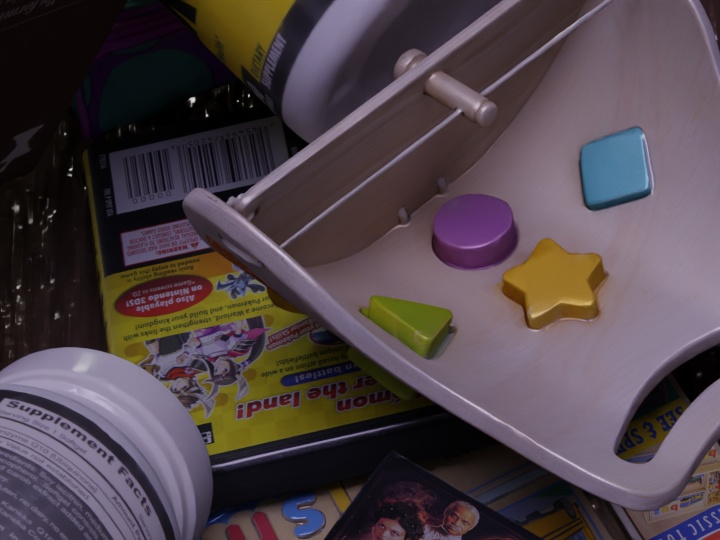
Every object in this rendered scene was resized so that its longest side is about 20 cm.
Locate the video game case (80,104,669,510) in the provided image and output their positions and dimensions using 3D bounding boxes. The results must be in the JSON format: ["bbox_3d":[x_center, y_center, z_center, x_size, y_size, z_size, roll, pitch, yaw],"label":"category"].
[{"bbox_3d":[0.000,0.000,1.129,0.199,0.026,0.181,-13,47,0],"label":"video game case"}]

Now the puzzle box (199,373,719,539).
[{"bbox_3d":[0.035,0.096,1.083,0.200,0.025,0.133,-26,59,-10],"label":"puzzle box"}]

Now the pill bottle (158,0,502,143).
[{"bbox_3d":[-0.046,-0.149,1.097,0.114,0.114,0.200,-40,71,-18],"label":"pill bottle"}]

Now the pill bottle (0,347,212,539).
[{"bbox_3d":[-0.125,0.107,0.973,0.116,0.117,0.200,11,25,13],"label":"pill bottle"}]

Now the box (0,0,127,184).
[{"bbox_3d":[-0.204,-0.131,1.048,0.200,0.164,0.166,47,42,14],"label":"box"}]

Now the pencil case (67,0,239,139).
[{"bbox_3d":[-0.035,-0.120,1.192,0.200,0.085,0.092,-19,13,-4],"label":"pencil case"}]

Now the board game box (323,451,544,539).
[{"bbox_3d":[0.062,0.158,0.983,0.200,0.035,0.136,30,43,8],"label":"board game box"}]

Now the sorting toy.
[{"bbox_3d":[0.072,-0.002,1.040,0.200,0.107,0.180,-37,60,-24],"label":"sorting toy"}]
